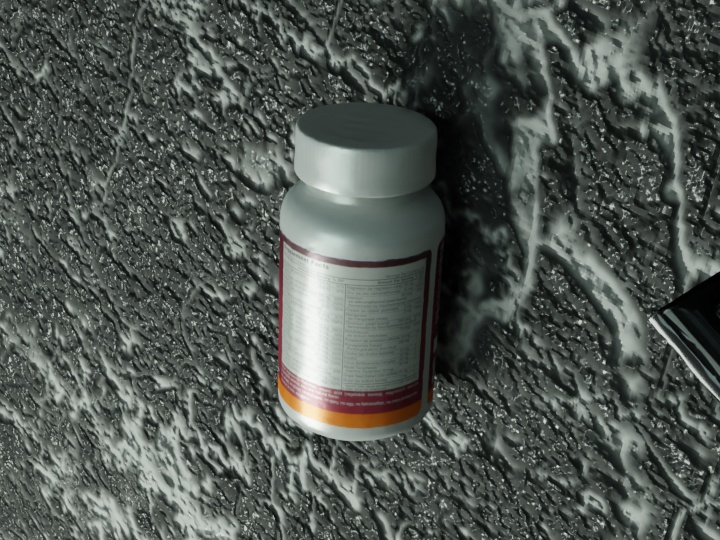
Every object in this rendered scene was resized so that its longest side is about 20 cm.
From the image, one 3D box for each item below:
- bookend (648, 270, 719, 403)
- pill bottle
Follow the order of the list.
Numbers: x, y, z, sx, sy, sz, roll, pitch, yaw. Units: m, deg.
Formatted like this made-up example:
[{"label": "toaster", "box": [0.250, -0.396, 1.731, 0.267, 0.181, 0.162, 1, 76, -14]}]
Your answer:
[{"label": "bookend", "box": [0.253, -0.033, 0.560, 0.092, 0.199, 0.199, 50, 135, 16]}, {"label": "pill bottle", "box": [0.000, 0.000, 0.892, 0.109, 0.109, 0.203, 22, 122, 37]}]
